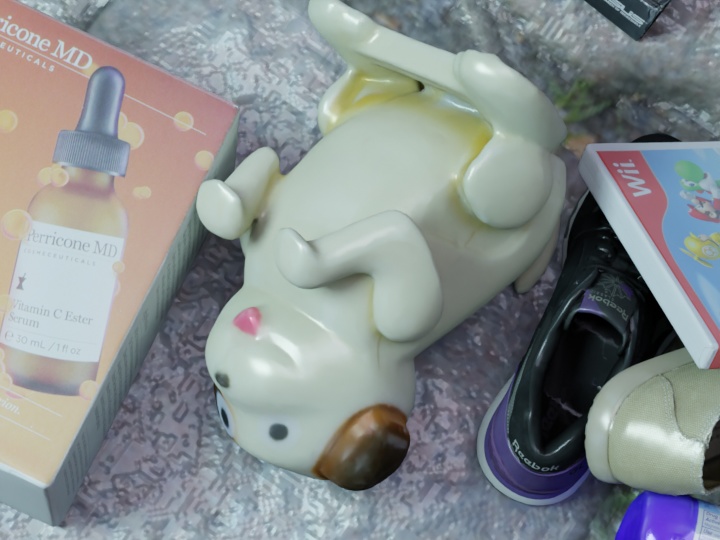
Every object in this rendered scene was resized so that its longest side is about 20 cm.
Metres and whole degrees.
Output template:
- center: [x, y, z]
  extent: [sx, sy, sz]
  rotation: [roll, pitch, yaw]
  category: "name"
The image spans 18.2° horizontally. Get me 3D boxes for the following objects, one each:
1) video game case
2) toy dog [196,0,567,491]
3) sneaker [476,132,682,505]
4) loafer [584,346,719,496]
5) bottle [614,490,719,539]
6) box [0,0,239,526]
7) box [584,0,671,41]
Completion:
- center: [0.219, -0.012, 1.077]
  extent: [0.199, 0.018, 0.143]
  rotation: [-3, 43, -24]
  category: "video game case"
- center: [0.000, 0.000, 1.056]
  extent: [0.139, 0.194, 0.201]
  rotation: [28, 82, 31]
  category: "toy dog"
- center: [0.125, 0.017, 1.085]
  extent: [0.075, 0.088, 0.201]
  rotation: [24, 72, 2]
  category: "sneaker"
- center: [0.196, 0.061, 1.061]
  extent: [0.199, 0.076, 0.068]
  rotation: [-25, 37, -30]
  category: "loafer"
- center: [0.217, 0.160, 1.053]
  extent: [0.199, 0.084, 0.066]
  rotation: [17, 78, 1]
  category: "bottle"
- center: [-0.166, -0.008, 1.054]
  extent: [0.152, 0.106, 0.201]
  rotation: [24, 73, 2]
  category: "box"
- center: [0.145, -0.247, 1.183]
  extent: [0.160, 0.044, 0.200]
  rotation: [39, 74, 2]
  category: "box"
